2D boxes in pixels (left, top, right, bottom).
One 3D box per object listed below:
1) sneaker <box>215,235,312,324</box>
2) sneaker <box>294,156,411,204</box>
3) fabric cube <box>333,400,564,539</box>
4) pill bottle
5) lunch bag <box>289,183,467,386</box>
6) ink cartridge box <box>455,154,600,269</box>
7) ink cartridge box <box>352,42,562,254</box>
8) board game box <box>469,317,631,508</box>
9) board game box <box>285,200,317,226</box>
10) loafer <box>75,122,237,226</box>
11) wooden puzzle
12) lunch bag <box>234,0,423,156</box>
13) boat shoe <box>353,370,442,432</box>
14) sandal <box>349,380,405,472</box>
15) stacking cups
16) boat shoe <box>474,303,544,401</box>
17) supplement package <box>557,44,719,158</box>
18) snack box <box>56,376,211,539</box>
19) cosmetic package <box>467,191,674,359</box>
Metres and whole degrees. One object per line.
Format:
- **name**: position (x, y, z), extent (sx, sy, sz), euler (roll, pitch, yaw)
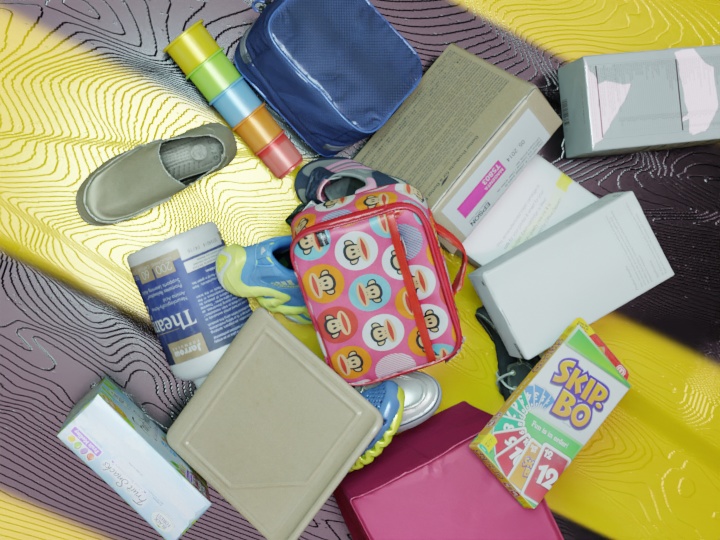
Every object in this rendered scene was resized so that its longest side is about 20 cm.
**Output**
- **sneaker**: position (-0.061, 0.010, 1.590), extent (0.199, 0.105, 0.076), euler (13, 68, -45)
- **sneaker**: position (-0.027, -0.093, 1.585), extent (0.082, 0.200, 0.071), euler (7, 94, -39)
- **fabric cube**: position (0.096, 0.284, 1.607), extent (0.199, 0.199, 0.197), euler (-25, 95, -7)
- **pill bottle**: position (-0.178, 0.055, 1.608), extent (0.110, 0.111, 0.201), euler (-22, 93, -8)
- **lunch bag**: position (0.029, 0.013, 1.500), extent (0.175, 0.082, 0.201), euler (-16, 116, 5)
- **ink cartridge box**: position (0.202, -0.045, 1.678), extent (0.200, 0.083, 0.145), euler (35, 86, -8)
- **ink cartridge box**: position (0.104, -0.140, 1.615), extent (0.200, 0.165, 0.075), euler (-49, 133, -1)
- **board game box**: position (0.210, 0.149, 1.528), extent (0.096, 0.030, 0.200), euler (48, 66, -12)
- **board game box**: position (0.000, 0.000, 1.623), extent (0.200, 0.135, 0.028), euler (44, 84, -7)
- **loafer**: position (-0.233, -0.114, 1.620), extent (0.199, 0.068, 0.076), euler (-29, 94, -7)
- **wooden puzzle**: position (-0.092, 0.169, 1.517), extent (0.200, 0.037, 0.185), euler (41, 101, 23)
- **lunch bag**: position (-0.047, -0.236, 1.615), extent (0.200, 0.132, 0.136), euler (47, 64, -8)
- **boat shoe**: position (-0.010, 0.141, 1.594), extent (0.199, 0.070, 0.071), euler (-3, 67, 9)
- **sandal**: position (-0.037, 0.178, 1.541), extent (0.200, 0.080, 0.087), euler (-37, 110, 21)
- **stacking cups**: position (-0.144, -0.192, 1.645), extent (0.060, 0.060, 0.200), euler (-39, 101, -6)
- **boat shoe**: position (0.193, 0.126, 1.684), extent (0.067, 0.072, 0.200), euler (-35, 97, -11)
- **supplement package**: position (0.348, -0.199, 1.686), extent (0.199, 0.110, 0.114), euler (-5, 91, -8)
- **snack box**: position (-0.245, 0.202, 1.555), extent (0.169, 0.200, 0.068), euler (45, 84, -6)
- **cosmetic package**: position (0.235, 0.005, 1.602), extent (0.199, 0.081, 0.113), euler (-27, 94, -6)
